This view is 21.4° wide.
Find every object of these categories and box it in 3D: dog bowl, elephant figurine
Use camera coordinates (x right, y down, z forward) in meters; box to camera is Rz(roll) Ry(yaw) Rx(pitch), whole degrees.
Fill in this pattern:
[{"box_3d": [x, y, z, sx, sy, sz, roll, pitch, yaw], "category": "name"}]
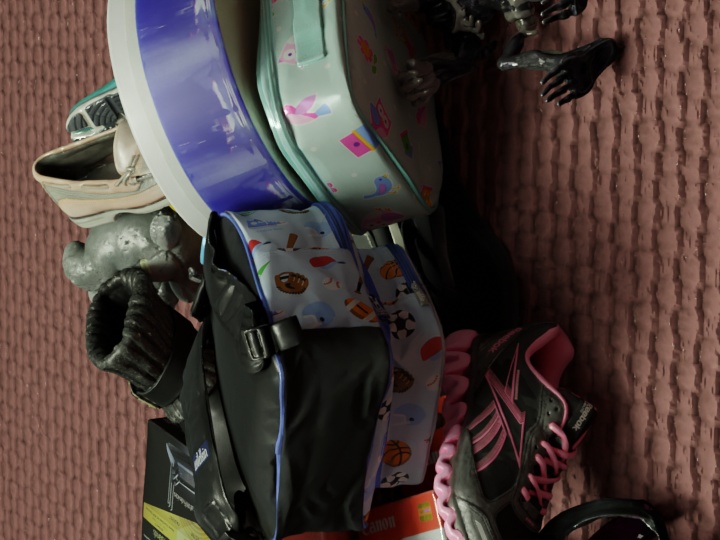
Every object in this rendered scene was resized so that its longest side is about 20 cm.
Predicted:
[{"box_3d": [-0.087, -0.123, 1.282, 0.079, 0.200, 0.201, -18, 76, 18], "category": "dog bowl"}, {"box_3d": [-0.179, -0.074, 1.590, 0.155, 0.141, 0.201, -15, 59, 27], "category": "elephant figurine"}]

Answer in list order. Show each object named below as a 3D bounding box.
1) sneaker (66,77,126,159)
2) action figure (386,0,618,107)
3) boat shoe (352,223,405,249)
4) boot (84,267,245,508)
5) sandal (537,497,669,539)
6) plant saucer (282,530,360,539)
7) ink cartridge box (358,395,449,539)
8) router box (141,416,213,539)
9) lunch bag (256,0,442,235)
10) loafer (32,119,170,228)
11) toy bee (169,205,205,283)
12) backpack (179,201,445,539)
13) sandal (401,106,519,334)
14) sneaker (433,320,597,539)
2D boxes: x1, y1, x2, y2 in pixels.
[{"box_3d": [-0.140, -0.155, 1.496, 0.078, 0.200, 0.080, 58, -177, -45], "category": "sneaker"}, {"box_3d": [0.069, -0.169, 1.220, 0.200, 0.102, 0.119, 23, 124, 52], "category": "action figure"}, {"box_3d": [0.000, 0.000, 1.363, 0.072, 0.067, 0.201, 103, 151, -63], "category": "boat shoe"}, {"box_3d": [-0.129, 0.097, 1.474, 0.079, 0.158, 0.211, -43, 36, -2], "category": "boot"}, {"box_3d": [0.140, 0.166, 1.176, 0.200, 0.075, 0.048, -17, 70, 56], "category": "sandal"}, {"box_3d": [-0.030, 0.148, 1.360, 0.200, 0.037, 0.200, 56, -154, -70], "category": "plant saucer"}, {"box_3d": [0.047, 0.193, 1.337, 0.109, 0.050, 0.201, -26, 72, 55], "category": "ink cartridge box"}, {"box_3d": [-0.115, 0.226, 1.584, 0.200, 0.052, 0.158, 27, 117, 52], "category": "router box"}, {"box_3d": [-0.013, -0.138, 1.263, 0.077, 0.160, 0.201, -19, 53, 19], "category": "lunch bag"}, {"box_3d": [-0.175, -0.082, 1.436, 0.200, 0.063, 0.072, -19, 44, 45], "category": "loafer"}, {"box_3d": [-0.073, -0.048, 1.427, 0.200, 0.130, 0.109, -150, 71, -69], "category": "toy bee"}, {"box_3d": [-0.034, 0.050, 1.199, 0.191, 0.153, 0.201, -120, 32, -43], "category": "backpack"}, {"box_3d": [0.050, -0.027, 1.314, 0.076, 0.043, 0.201, -53, 51, 45], "category": "sandal"}, {"box_3d": [0.100, 0.110, 1.183, 0.095, 0.079, 0.201, -16, 49, 20], "category": "sneaker"}]
